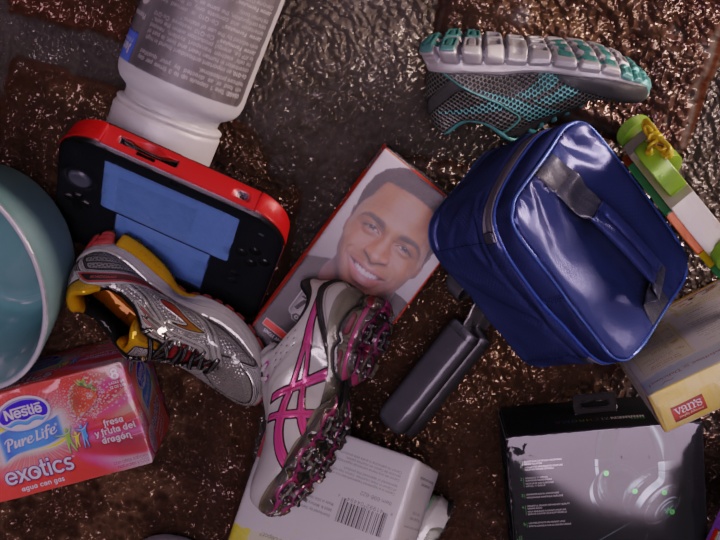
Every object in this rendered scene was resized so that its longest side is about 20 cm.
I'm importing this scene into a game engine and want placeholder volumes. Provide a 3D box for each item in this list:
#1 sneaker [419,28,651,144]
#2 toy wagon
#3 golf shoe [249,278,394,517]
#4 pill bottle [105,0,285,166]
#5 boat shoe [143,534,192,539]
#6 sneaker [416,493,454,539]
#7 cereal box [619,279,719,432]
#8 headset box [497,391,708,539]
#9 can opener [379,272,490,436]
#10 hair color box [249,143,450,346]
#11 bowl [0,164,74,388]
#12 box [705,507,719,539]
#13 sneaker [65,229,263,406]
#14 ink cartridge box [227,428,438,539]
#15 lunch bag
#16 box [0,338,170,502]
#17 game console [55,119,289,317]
[{"bbox_3d":[0.146,-0.151,1.122,0.197,0.078,0.092,6,116,4],"label":"sneaker"},{"bbox_3d":[0.260,-0.058,1.057,0.039,0.199,0.156,-40,52,14],"label":"toy wagon"},{"bbox_3d":[-0.048,0.104,1.094,0.091,0.073,0.202,21,79,24],"label":"golf shoe"},{"bbox_3d":[-0.134,-0.194,1.091,0.112,0.114,0.202,23,100,-3],"label":"pill bottle"},{"bbox_3d":[-0.128,0.319,1.208,0.199,0.065,0.074,35,100,-5],"label":"boat shoe"},{"bbox_3d":[-0.002,0.265,1.202,0.088,0.077,0.201,39,94,7],"label":"sneaker"},{"bbox_3d":[0.288,0.061,1.082,0.142,0.200,0.040,-26,100,7],"label":"cereal box"},{"bbox_3d":[0.214,0.210,1.166,0.171,0.093,0.203,-6,100,3],"label":"headset box"},{"bbox_3d":[0.080,0.053,1.172,0.067,0.053,0.201,43,101,26],"label":"can opener"},{"bbox_3d":[0.000,0.000,1.150,0.101,0.061,0.201,36,99,-4],"label":"hair color box"},{"bbox_3d":[-0.323,-0.010,1.116,0.198,0.105,0.204,9,116,18],"label":"bowl"},{"bbox_3d":[0.377,0.153,1.134,0.039,0.136,0.202,29,102,36],"label":"box"},{"bbox_3d":[-0.166,0.057,1.119,0.199,0.083,0.078,35,132,-5],"label":"sneaker"},{"bbox_3d":[-0.035,0.242,1.134,0.143,0.083,0.203,17,81,19],"label":"ink cartridge box"},{"bbox_3d":[0.172,-0.012,1.075,0.200,0.132,0.136,47,64,-17],"label":"lunch bag"},{"bbox_3d":[-0.279,0.133,1.160,0.197,0.103,0.096,-15,102,5],"label":"box"},{"bbox_3d":[-0.163,-0.039,1.106,0.198,0.177,0.031,24,56,-2],"label":"game console"}]
